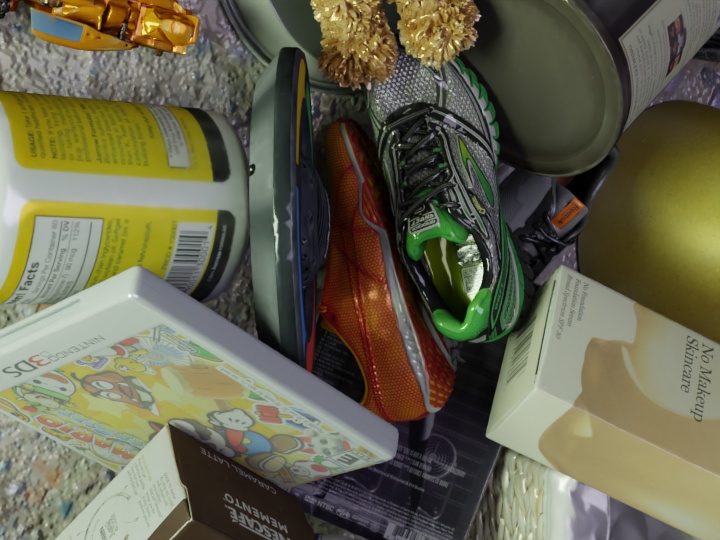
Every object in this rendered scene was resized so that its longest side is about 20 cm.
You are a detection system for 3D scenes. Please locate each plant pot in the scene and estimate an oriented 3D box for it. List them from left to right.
[{"bbox_3d":[0.286,-0.023,1.066,0.198,0.142,0.202,-7,103,-33],"label":"plant pot"}]

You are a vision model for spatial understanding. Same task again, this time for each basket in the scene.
[{"bbox_3d":[0.172,0.194,1.023,0.197,0.160,0.202,-12,106,-32],"label":"basket"}]

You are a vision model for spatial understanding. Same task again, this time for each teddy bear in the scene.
[{"bbox_3d":[0.000,-0.205,0.811,0.143,0.067,0.202,1,105,10],"label":"teddy bear"}]

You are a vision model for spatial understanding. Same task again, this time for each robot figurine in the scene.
[{"bbox_3d":[-0.176,-0.190,0.767,0.199,0.058,0.147,10,93,-36],"label":"robot figurine"}]

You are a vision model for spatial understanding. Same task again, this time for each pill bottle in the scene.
[{"bbox_3d":[-0.170,-0.039,0.770,0.198,0.114,0.116,2,99,-34],"label":"pill bottle"}]

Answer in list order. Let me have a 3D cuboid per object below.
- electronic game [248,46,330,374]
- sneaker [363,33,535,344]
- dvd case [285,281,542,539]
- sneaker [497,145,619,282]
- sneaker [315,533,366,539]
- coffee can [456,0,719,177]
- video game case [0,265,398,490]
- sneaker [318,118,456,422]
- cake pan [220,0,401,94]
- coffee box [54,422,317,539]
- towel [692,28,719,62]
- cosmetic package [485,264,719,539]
[{"bbox_3d":[-0.038,-0.029,0.827,0.041,0.200,0.202,-2,103,1],"label":"electronic game"},{"bbox_3d":[0.052,-0.052,0.863,0.202,0.077,0.085,69,21,2],"label":"sneaker"},{"bbox_3d":[0.030,0.081,0.942,0.148,0.016,0.202,22,88,1],"label":"dvd case"},{"bbox_3d":[0.109,-0.025,0.985,0.074,0.079,0.201,39,78,-35],"label":"sneaker"},{"bbox_3d":[-0.018,0.253,0.969,0.075,0.087,0.202,-53,151,-51],"label":"sneaker"},{"bbox_3d":[0.155,-0.176,0.918,0.200,0.146,0.147,-44,121,-34],"label":"coffee can"},{"bbox_3d":[-0.109,0.078,0.804,0.199,0.181,0.023,35,50,-34],"label":"video game case"},{"bbox_3d":[0.000,0.000,0.904,0.073,0.077,0.202,12,64,-65],"label":"sneaker"},{"bbox_3d":[-0.002,-0.213,0.895,0.199,0.037,0.202,-7,103,-33],"label":"cake pan"},{"bbox_3d":[-0.129,0.202,0.820,0.114,0.080,0.200,34,107,-34],"label":"coffee box"},{"bbox_3d":[0.325,-0.177,1.027,0.164,0.199,0.087,-3,100,-35],"label":"towel"},{"bbox_3d":[0.188,0.092,0.893,0.199,0.071,0.106,25,52,-10],"label":"cosmetic package"}]
